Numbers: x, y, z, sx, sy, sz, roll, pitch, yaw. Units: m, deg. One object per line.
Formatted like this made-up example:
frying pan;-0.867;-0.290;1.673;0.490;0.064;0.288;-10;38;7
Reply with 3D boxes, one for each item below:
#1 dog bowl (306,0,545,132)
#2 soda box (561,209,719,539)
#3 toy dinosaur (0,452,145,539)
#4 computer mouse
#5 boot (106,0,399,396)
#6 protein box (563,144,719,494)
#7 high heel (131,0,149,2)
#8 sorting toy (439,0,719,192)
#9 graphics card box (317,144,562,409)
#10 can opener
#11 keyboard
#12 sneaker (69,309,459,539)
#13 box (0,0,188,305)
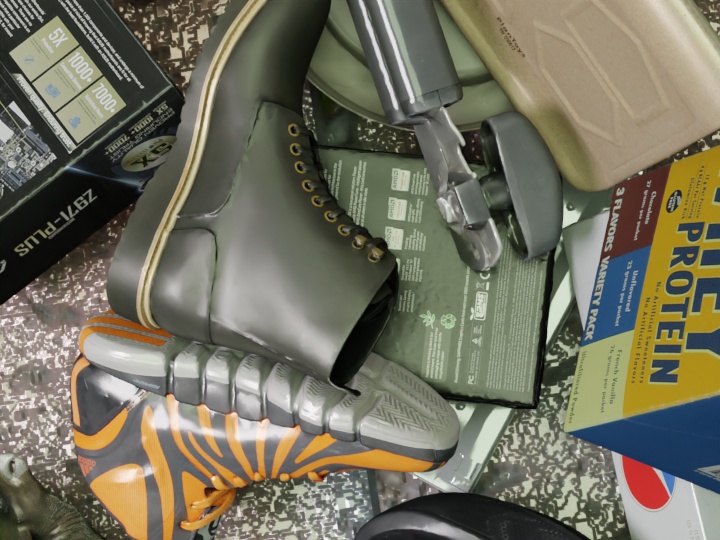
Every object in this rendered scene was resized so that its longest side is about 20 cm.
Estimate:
dog bowl;0.043;-0.167;1.551;0.200;0.059;0.200;0;86;2
soda box;0.165;0.064;1.513;0.068;0.064;0.200;-9;84;-32
toy dinosaur;-0.146;0.186;1.534;0.102;0.077;0.200;-6;92;15
computer mouse;0.093;0.167;1.512;0.200;0.139;0.053;23;42;12
boot;-0.022;-0.046;1.467;0.138;0.077;0.200;22;91;22
protein box;0.241;0.033;1.409;0.198;0.200;0.135;22;68;-25
high heel;-0.143;-0.234;1.535;0.067;0.096;0.200;-35;91;-17
sorting toy;0.098;-0.133;1.421;0.036;0.200;0.185;-36;91;-18
graphics card box;0.000;0.000;1.540;0.200;0.051;0.126;5;85;7
can opener;0.044;-0.097;1.488;0.067;0.053;0.200;-19;90;-18
keyboard;0.078;0.021;1.561;0.056;0.011;0.200;28;87;9
sneaker;-0.050;0.092;1.498;0.200;0.078;0.112;14;113;15
box;-0.202;-0.102;1.521;0.164;0.086;0.200;-39;70;-1
